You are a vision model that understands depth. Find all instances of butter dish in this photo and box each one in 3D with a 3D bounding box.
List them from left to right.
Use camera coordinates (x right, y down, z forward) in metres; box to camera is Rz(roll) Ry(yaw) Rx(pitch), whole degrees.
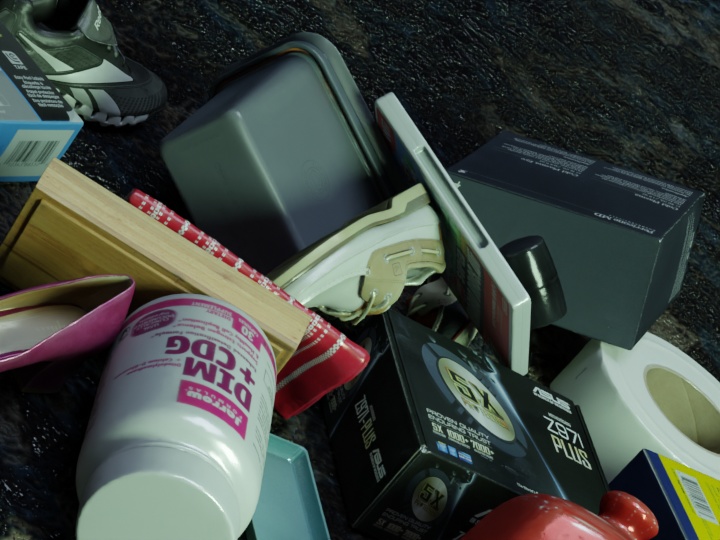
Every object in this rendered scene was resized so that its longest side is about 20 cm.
[{"bbox_3d":[0.140,0.210,1.532,0.200,0.148,0.199,39,-15,-3],"label":"butter dish"}]

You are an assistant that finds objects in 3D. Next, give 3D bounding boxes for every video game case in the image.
[{"bbox_3d":[0.070,-0.024,1.775,0.200,0.017,0.143,58,-11,23],"label":"video game case"}]

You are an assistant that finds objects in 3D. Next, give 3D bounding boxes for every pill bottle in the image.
[{"bbox_3d":[-0.114,0.109,1.447,0.113,0.113,0.200,34,25,-15],"label":"pill bottle"}]

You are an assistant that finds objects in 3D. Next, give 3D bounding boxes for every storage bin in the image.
[{"bbox_3d":[-0.068,-0.056,1.766,0.134,0.145,0.201,-37,103,-56],"label":"storage bin"}]

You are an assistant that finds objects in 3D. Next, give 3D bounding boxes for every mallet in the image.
[{"bbox_3d":[0.097,-0.011,1.817,0.200,0.041,0.066,33,-36,62],"label":"mallet"}]

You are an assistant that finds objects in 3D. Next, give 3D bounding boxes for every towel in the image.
[{"bbox_3d":[-0.099,0.026,1.608,0.200,0.145,0.023,36,62,-11],"label":"towel"}]

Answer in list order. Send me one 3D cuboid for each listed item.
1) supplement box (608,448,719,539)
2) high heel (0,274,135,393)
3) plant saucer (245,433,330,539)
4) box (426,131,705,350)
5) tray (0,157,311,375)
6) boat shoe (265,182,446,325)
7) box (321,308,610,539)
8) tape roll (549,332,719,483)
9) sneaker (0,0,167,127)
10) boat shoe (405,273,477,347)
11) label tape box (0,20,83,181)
[{"bbox_3d":[0.270,0.237,1.798,0.199,0.109,0.110,24,29,-33],"label":"supplement box"},{"bbox_3d":[-0.227,0.033,1.433,0.199,0.096,0.067,11,38,-48],"label":"high heel"},{"bbox_3d":[-0.048,0.179,1.544,0.070,0.019,0.200,25,28,-31],"label":"plant saucer"},{"bbox_3d":[0.176,-0.030,2.034,0.199,0.105,0.182,18,19,16],"label":"box"},{"bbox_3d":[-0.142,0.017,1.556,0.199,0.099,0.037,31,45,-7],"label":"tray"},{"bbox_3d":[0.000,0.000,1.672,0.200,0.075,0.069,-31,94,-47],"label":"boat shoe"},{"bbox_3d":[0.082,0.141,1.714,0.199,0.086,0.164,27,27,-27],"label":"box"},{"bbox_3d":[0.259,0.141,1.993,0.202,0.071,0.203,32,26,-18],"label":"tape roll"},{"bbox_3d":[-0.214,-0.169,1.798,0.199,0.091,0.067,16,35,-43],"label":"sneaker"},{"bbox_3d":[0.066,0.038,1.884,0.062,0.071,0.200,30,29,2],"label":"boat shoe"},{"bbox_3d":[-0.310,-0.152,1.662,0.200,0.066,0.143,51,26,18],"label":"label tape box"}]
